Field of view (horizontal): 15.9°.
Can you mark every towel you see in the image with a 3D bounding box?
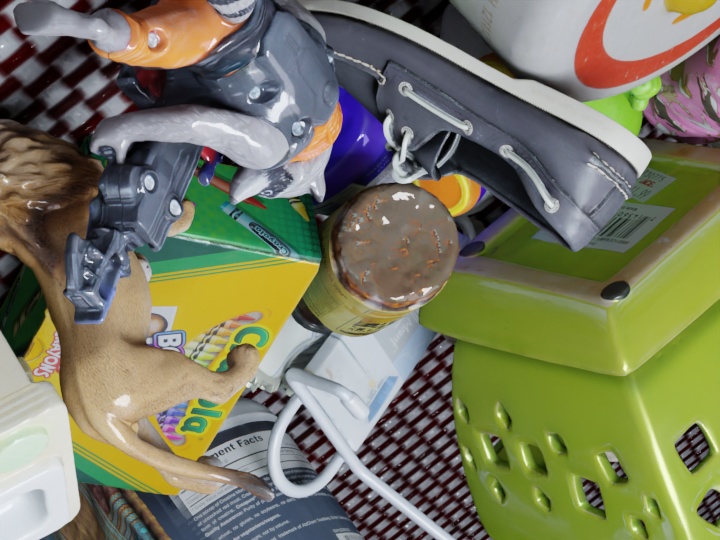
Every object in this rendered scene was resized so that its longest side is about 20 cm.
[{"bbox_3d":[-0.154,0.158,1.446,0.022,0.147,0.200,-30,157,-27],"label":"towel"}]

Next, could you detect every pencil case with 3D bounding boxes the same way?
[{"bbox_3d":[0.205,-0.103,1.334,0.083,0.087,0.200,-53,-168,-5],"label":"pencil case"}]

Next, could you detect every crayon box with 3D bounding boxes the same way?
[{"bbox_3d":[-0.113,0.027,1.297,0.119,0.058,0.200,11,136,-22],"label":"crayon box"}]

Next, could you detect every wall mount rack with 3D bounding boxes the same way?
[{"bbox_3d":[0.041,0.070,1.474,0.200,0.075,0.174,-54,135,-20],"label":"wall mount rack"}]

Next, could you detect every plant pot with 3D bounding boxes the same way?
[{"bbox_3d":[0.161,0.042,1.400,0.199,0.200,0.182,-38,119,-26],"label":"plant pot"}]

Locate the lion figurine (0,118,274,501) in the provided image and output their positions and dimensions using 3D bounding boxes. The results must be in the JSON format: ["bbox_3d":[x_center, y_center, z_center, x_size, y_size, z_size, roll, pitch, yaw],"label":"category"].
[{"bbox_3d":[-0.115,0.016,1.128,0.072,0.200,0.122,-46,148,24],"label":"lion figurine"}]

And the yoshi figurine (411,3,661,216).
[{"bbox_3d":[0.099,-0.081,1.341,0.200,0.112,0.112,-42,144,-60],"label":"yoshi figurine"}]

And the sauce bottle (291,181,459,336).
[{"bbox_3d":[0.000,0.000,1.313,0.066,0.066,0.200,-33,179,-12],"label":"sauce bottle"}]

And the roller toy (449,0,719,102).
[{"bbox_3d":[0.122,-0.176,1.204,0.200,0.140,0.182,-45,158,16],"label":"roller toy"}]

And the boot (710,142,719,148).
[{"bbox_3d":[0.234,-0.118,1.476,0.072,0.155,0.200,-30,156,-21],"label":"boot"}]

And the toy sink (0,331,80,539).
[{"bbox_3d":[-0.195,0.074,1.131,0.112,0.200,0.130,-27,156,-15],"label":"toy sink"}]

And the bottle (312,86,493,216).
[{"bbox_3d":[0.014,-0.063,1.368,0.084,0.065,0.200,-38,160,19],"label":"bottle"}]

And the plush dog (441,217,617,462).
[{"bbox_3d":[0.125,0.047,1.618,0.200,0.172,0.160,-25,156,-32],"label":"plush dog"}]

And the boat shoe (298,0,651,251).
[{"bbox_3d":[0.035,-0.070,1.205,0.063,0.200,0.073,-62,157,-7],"label":"boat shoe"}]

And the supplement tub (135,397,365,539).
[{"bbox_3d":[-0.078,0.164,1.502,0.140,0.200,0.140,-32,158,-15],"label":"supplement tub"}]

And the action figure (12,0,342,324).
[{"bbox_3d":[-0.066,-0.075,1.079,0.193,0.105,0.200,49,52,-54],"label":"action figure"}]

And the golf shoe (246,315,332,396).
[{"bbox_3d":[-0.046,0.017,1.457,0.097,0.078,0.200,-57,162,5],"label":"golf shoe"}]
